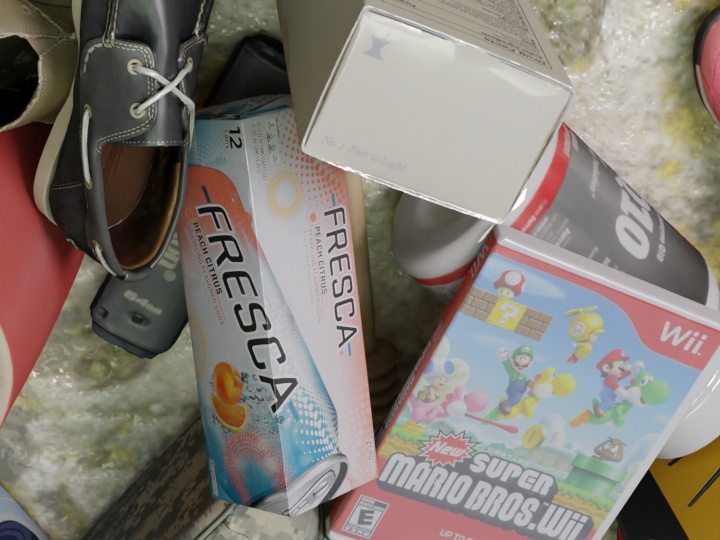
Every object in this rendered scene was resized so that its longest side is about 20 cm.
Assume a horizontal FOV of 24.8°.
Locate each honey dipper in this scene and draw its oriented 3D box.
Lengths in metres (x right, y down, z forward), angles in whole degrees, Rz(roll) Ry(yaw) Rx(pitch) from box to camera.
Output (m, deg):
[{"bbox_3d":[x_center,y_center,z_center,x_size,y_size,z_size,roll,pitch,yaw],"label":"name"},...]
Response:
[{"bbox_3d":[0.000,0.000,0.918,0.038,0.038,0.202,-6,119,-3],"label":"honey dipper"}]

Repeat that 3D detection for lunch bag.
[{"bbox_3d":[-0.065,0.192,0.961,0.167,0.140,0.200,36,110,-20],"label":"lunch bag"}]

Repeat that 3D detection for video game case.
[{"bbox_3d":[0.086,0.083,0.855,0.142,0.017,0.201,20,116,-17],"label":"video game case"}]

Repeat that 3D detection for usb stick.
[{"bbox_3d":[-0.084,-0.038,0.888,0.055,0.033,0.201,24,115,-20],"label":"usb stick"}]

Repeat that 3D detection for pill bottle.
[{"bbox_3d":[0.122,0.008,0.891,0.114,0.114,0.200,-42,116,18],"label":"pill bottle"}]

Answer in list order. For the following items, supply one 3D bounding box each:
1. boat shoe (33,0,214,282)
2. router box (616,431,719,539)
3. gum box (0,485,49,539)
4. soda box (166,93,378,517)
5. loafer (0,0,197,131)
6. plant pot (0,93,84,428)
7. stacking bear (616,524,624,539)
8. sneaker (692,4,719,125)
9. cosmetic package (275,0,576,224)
[{"bbox_3d":[-0.095,-0.086,0.744,0.071,0.068,0.201,-9,133,-36],"label":"boat shoe"},{"bbox_3d":[0.213,0.110,0.910,0.149,0.201,0.051,-40,119,16],"label":"router box"},{"bbox_3d":[-0.209,0.212,0.940,0.044,0.170,0.201,-28,120,12],"label":"gum box"},{"bbox_3d":[-0.044,0.016,0.821,0.068,0.063,0.202,-18,106,-43],"label":"soda box"},{"bbox_3d":[-0.160,-0.098,0.789,0.199,0.068,0.076,15,142,-43],"label":"loafer"},{"bbox_3d":[-0.236,0.002,0.811,0.198,0.178,0.202,-2,121,-4],"label":"plant pot"},{"bbox_3d":[0.206,0.224,1.034,0.120,0.114,0.202,-11,116,0],"label":"stacking bear"},{"bbox_3d":[0.243,-0.058,0.881,0.073,0.087,0.201,-26,119,8],"label":"sneaker"},{"bbox_3d":[0.022,-0.113,0.758,0.103,0.201,0.073,20,117,-16],"label":"cosmetic package"}]
